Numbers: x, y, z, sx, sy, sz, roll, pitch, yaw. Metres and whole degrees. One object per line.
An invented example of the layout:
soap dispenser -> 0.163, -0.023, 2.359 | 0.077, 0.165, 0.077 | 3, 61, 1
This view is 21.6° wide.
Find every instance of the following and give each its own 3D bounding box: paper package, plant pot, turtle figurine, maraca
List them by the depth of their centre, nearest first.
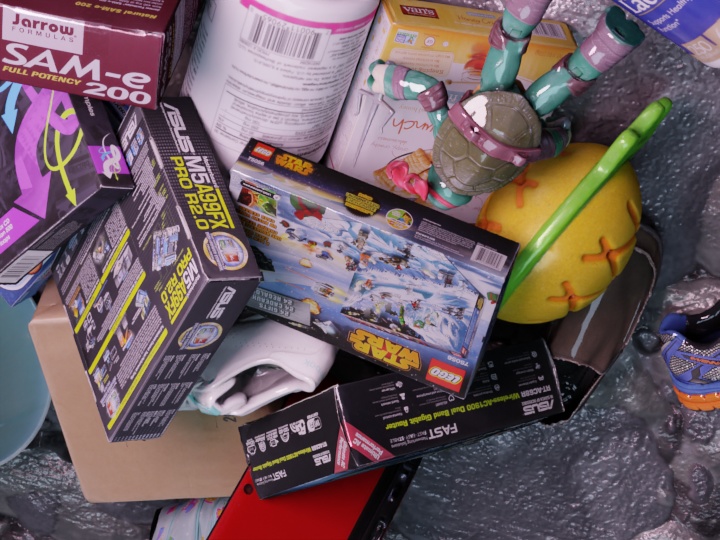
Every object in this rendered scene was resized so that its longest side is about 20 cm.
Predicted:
turtle figurine -> 0.089, -0.106, 1.255 | 0.150, 0.101, 0.200 | 21, 126, -28
maraca -> 0.152, -0.043, 1.337 | 0.107, 0.137, 0.200 | 40, 107, 3
plant pot -> -0.373, 0.087, 1.511 | 0.201, 0.201, 0.161 | 43, 136, -21
paper package -> -0.147, 0.081, 1.514 | 0.190, 0.104, 0.200 | -4, 125, 12

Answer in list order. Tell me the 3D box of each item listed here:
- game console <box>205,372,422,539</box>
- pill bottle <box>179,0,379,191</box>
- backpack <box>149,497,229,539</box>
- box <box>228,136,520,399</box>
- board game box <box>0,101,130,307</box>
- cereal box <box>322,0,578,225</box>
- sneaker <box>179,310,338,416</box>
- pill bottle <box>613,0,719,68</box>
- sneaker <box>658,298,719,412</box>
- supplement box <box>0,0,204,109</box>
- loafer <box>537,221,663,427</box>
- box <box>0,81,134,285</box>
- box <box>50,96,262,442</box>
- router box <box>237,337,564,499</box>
game console -> -0.045, 0.208, 1.517 | 0.119, 0.200, 0.172 | 28, 154, 5
pill bottle -> -0.065, -0.136, 1.328 | 0.113, 0.113, 0.200 | 19, 128, -4
backpack -> -0.112, 0.281, 1.601 | 0.126, 0.200, 0.167 | -22, 140, 27
box -> 0.000, 0.000, 1.309 | 0.200, 0.040, 0.137 | 22, 139, 7
board game box -> -0.245, -0.083, 1.422 | 0.135, 0.034, 0.200 | 48, 123, 4
cereal box -> 0.055, -0.097, 1.355 | 0.144, 0.040, 0.200 | 4, 130, -20
sneaker -> -0.113, 0.078, 1.387 | 0.200, 0.089, 0.075 | -16, 124, 22
pill bottle -> 0.185, -0.228, 1.212 | 0.200, 0.116, 0.116 | 32, 126, -13
sneaker -> 0.311, 0.039, 1.418 | 0.200, 0.075, 0.078 | -28, 114, 26
supplement box -> -0.161, -0.191, 1.250 | 0.109, 0.200, 0.061 | 11, 127, 3
loafer -> 0.179, 0.047, 1.446 | 0.073, 0.071, 0.200 | 16, 128, -1
box -> -0.247, -0.110, 1.346 | 0.143, 0.200, 0.036 | -36, 157, 35
box -> -0.149, 0.001, 1.327 | 0.044, 0.160, 0.200 | -3, 145, -33
router box -> 0.030, 0.113, 1.427 | 0.150, 0.200, 0.062 | -26, 77, 56
